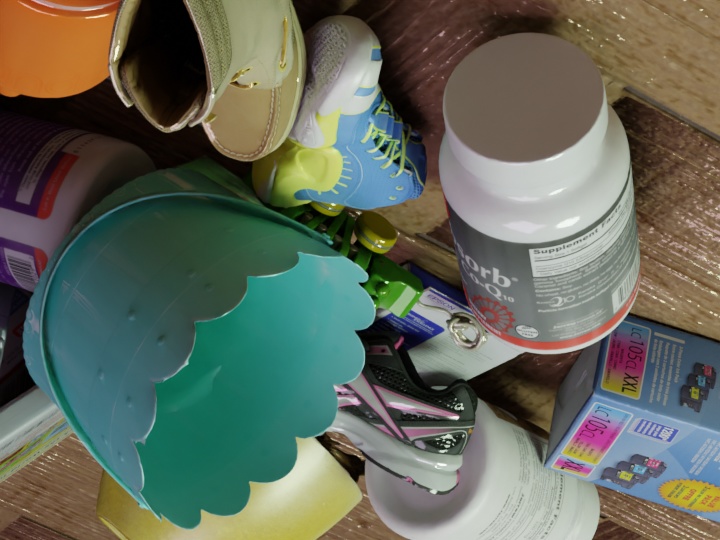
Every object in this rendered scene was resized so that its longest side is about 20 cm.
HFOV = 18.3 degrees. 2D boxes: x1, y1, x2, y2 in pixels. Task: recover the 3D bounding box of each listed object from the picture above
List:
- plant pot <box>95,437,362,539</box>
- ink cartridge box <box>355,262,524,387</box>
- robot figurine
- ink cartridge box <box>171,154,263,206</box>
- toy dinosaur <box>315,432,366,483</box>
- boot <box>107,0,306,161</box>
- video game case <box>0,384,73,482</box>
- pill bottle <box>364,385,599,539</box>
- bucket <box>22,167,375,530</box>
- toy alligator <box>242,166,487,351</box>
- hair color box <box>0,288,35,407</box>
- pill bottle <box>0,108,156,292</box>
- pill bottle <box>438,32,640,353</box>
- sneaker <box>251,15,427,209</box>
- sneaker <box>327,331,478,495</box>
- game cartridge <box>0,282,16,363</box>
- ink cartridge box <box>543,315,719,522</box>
[{"bbox_3d":[-0.119,0.163,1.705,0.200,0.142,0.200,39,168,9],"label":"plant pot"},{"bbox_3d":[0.037,0.048,1.623,0.099,0.039,0.200,29,149,-23],"label":"ink cartridge box"},{"bbox_3d":[-0.170,-0.176,1.265,0.143,0.117,0.200,22,151,-8],"label":"robot figurine"},{"bbox_3d":[-0.142,-0.008,1.587,0.104,0.060,0.199,35,145,-31],"label":"ink cartridge box"},{"bbox_3d":[-0.031,0.110,1.730,0.106,0.061,0.200,41,168,-8],"label":"toy dinosaur"},{"bbox_3d":[-0.083,-0.115,1.235,0.072,0.156,0.201,14,131,10],"label":"boot"},{"bbox_3d":[-0.216,0.099,1.567,0.023,0.200,0.182,52,148,5],"label":"video game case"},{"bbox_3d":[0.099,0.163,1.686,0.114,0.115,0.200,-5,161,31],"label":"pill bottle"},{"bbox_3d":[-0.107,0.043,1.423,0.134,0.207,0.208,35,161,30],"label":"bucket"},{"bbox_3d":[0.000,0.000,1.495,0.199,0.054,0.059,37,118,-4],"label":"toy alligator"},{"bbox_3d":[-0.319,0.028,1.606,0.199,0.111,0.064,31,139,16],"label":"hair color box"},{"bbox_3d":[-0.241,-0.051,1.493,0.199,0.112,0.112,16,153,27],"label":"pill bottle"},{"bbox_3d":[0.108,-0.046,1.354,0.115,0.117,0.200,6,149,15],"label":"pill bottle"},{"bbox_3d":[0.003,-0.093,1.380,0.104,0.076,0.200,9,159,-14],"label":"sneaker"},{"bbox_3d":[-0.006,0.075,1.581,0.199,0.087,0.080,26,-173,2],"label":"sneaker"},{"bbox_3d":[-0.301,0.000,1.539,0.132,0.200,0.041,16,120,-10],"label":"game cartridge"},{"bbox_3d":[0.246,0.114,1.603,0.198,0.077,0.137,16,150,-4],"label":"ink cartridge box"}]
